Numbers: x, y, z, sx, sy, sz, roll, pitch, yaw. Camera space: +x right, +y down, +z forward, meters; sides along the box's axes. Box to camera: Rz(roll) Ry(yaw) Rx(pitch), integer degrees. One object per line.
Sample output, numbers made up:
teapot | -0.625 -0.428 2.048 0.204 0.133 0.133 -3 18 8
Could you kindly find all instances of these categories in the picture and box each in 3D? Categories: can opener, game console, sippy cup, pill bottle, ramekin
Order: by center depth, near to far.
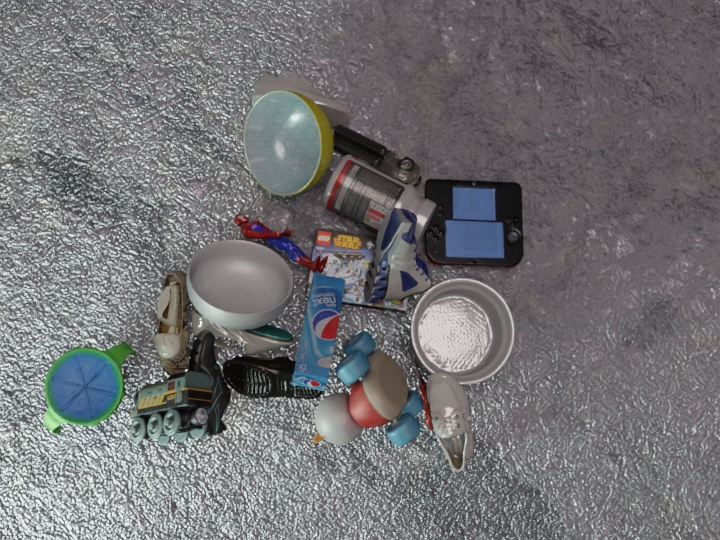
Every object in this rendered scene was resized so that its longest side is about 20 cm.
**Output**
sippy cup | -0.485 0.210 1.617 0.177 0.130 0.140 -10 82 -8
ramekin | 0.187 0.120 1.721 0.199 0.098 0.202 1 81 -5
pill bottle | 0.037 -0.130 1.724 0.199 0.116 0.116 27 79 5
can opener | 0.030 -0.220 1.784 0.199 0.067 0.053 28 75 12
game console | 0.226 -0.094 1.792 0.199 0.031 0.178 2 81 -6

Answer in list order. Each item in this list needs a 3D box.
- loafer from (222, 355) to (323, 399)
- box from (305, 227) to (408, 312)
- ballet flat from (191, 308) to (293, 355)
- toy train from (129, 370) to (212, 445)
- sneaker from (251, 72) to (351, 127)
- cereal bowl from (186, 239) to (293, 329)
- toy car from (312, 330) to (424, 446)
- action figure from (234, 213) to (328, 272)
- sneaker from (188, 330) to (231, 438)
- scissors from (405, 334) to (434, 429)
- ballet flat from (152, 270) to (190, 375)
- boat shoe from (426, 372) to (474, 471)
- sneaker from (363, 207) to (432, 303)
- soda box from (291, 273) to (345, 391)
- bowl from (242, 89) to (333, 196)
loafer | -0.160 0.198 1.691 0.199 0.071 0.073 9 113 8
box | 0.000 0.000 1.748 0.199 0.040 0.138 9 82 -5
ballet flat | -0.226 0.123 1.699 0.199 0.069 0.070 17 80 1
toy train | -0.341 0.248 1.610 0.085 0.199 0.115 18 64 -43
sneaker | -0.110 -0.348 1.780 0.199 0.075 0.089 13 61 -6
cereal bowl | -0.227 0.037 1.671 0.199 0.084 0.201 8 42 -8
toy car | -0.016 0.253 1.671 0.200 0.177 0.185 -35 101 18
action figure | -0.157 -0.059 1.714 0.199 0.065 0.052 25 103 16
sneaker | -0.282 0.211 1.673 0.079 0.075 0.201 4 94 -18
scissors | 0.114 0.207 1.695 0.014 0.073 0.201 -15 98 16
ballet flat | -0.356 0.098 1.675 0.067 0.075 0.201 0 81 18
boat shoe | 0.168 0.283 1.662 0.070 0.069 0.201 -12 114 18
sneaker | 0.084 -0.021 1.677 0.115 0.081 0.200 7 124 -18
soda box | -0.075 0.112 1.641 0.064 0.068 0.201 11 62 -3
bowl | -0.119 -0.248 1.728 0.107 0.200 0.201 -16 81 -51
